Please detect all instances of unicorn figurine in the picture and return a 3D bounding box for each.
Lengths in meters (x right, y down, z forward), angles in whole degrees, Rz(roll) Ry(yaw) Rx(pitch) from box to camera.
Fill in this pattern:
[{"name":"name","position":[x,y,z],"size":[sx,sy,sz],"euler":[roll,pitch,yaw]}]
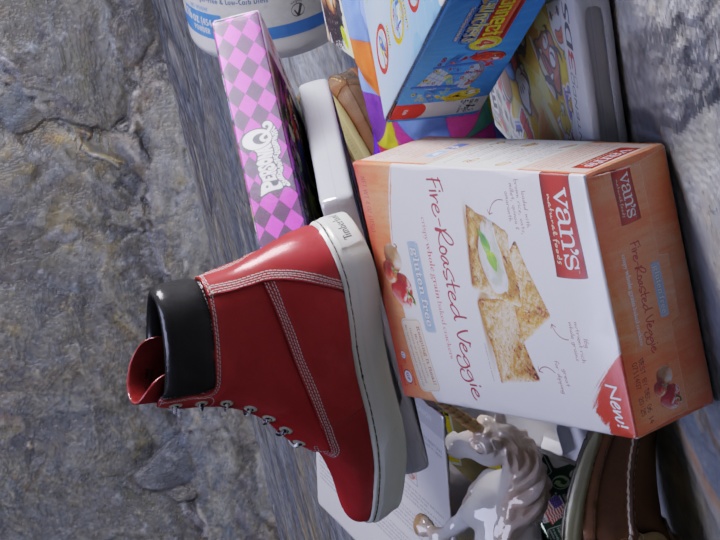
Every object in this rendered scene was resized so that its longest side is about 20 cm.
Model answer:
[{"name":"unicorn figurine","position":[0.076,0.159,1.423],"size":[0.137,0.073,0.201],"euler":[-23,90,63]}]

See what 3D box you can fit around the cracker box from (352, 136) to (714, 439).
[{"name":"cracker box","position":[0.084,0.004,1.262],"size":[0.199,0.057,0.135],"euler":[5,112,55]}]

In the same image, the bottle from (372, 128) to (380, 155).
[{"name":"bottle","position":[0.051,-0.022,1.573],"size":[0.065,0.083,0.202],"euler":[149,105,-85]}]

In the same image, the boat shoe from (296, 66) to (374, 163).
[{"name":"boat shoe","position":[0.033,-0.051,1.708],"size":[0.201,0.067,0.072],"euler":[58,161,-2]}]

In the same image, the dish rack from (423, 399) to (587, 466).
[{"name":"dish rack","position":[0.075,0.031,1.414],"size":[0.200,0.043,0.173],"euler":[17,129,58]}]

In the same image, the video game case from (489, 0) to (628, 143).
[{"name":"video game case","position":[0.096,-0.128,1.311],"size":[0.200,0.023,0.183],"euler":[-122,19,-63]}]

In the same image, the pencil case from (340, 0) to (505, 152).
[{"name":"pencil case","position":[0.036,-0.146,1.473],"size":[0.088,0.088,0.202],"euler":[-126,22,-67]}]

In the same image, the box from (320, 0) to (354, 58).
[{"name":"box","position":[0.012,-0.181,1.668],"size":[0.200,0.050,0.076],"euler":[-136,32,-73]}]

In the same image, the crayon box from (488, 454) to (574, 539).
[{"name":"crayon box","position":[0.137,0.212,1.497],"size":[0.173,0.058,0.201],"euler":[82,168,-44]}]

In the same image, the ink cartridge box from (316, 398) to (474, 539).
[{"name":"ink cartridge box","position":[0.028,0.127,1.684],"size":[0.200,0.044,0.177],"euler":[39,139,52]}]

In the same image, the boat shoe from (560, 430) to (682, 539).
[{"name":"boat shoe","position":[0.148,0.168,1.323],"size":[0.076,0.073,0.202],"euler":[-24,-59,-65]}]

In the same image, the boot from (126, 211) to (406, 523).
[{"name":"boot","position":[-0.054,0.075,1.370],"size":[0.072,0.143,0.201],"euler":[-129,22,-52]}]

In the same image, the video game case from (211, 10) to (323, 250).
[{"name":"video game case","position":[-0.041,-0.031,1.514],"size":[0.181,0.036,0.201],"euler":[66,-170,-67]}]

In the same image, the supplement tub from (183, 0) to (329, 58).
[{"name":"supplement tub","position":[-0.081,-0.270,1.843],"size":[0.132,0.131,0.201],"euler":[-119,15,-58]}]

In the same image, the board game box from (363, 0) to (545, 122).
[{"name":"board game box","position":[0.040,-0.206,1.283],"size":[0.196,0.055,0.202],"euler":[121,141,-70]}]

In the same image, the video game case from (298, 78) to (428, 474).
[{"name":"video game case","position":[0.000,0.000,1.505],"size":[0.200,0.023,0.183],"euler":[-101,-4,-66]}]

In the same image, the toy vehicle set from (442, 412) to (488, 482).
[{"name":"toy vehicle set","position":[0.056,0.093,1.707],"size":[0.200,0.026,0.125],"euler":[10,116,59]}]
